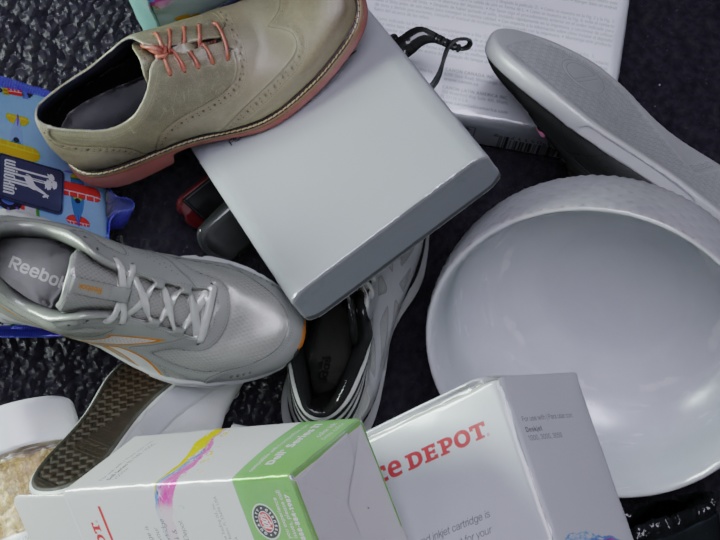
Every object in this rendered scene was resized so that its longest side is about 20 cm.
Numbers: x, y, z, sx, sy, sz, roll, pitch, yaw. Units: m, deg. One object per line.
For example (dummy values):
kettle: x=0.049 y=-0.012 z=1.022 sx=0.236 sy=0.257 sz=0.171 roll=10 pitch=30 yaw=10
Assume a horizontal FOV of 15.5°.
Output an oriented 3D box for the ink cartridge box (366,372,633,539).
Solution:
ink cartridge box: x=0.069 y=0.168 z=1.372 sx=0.145 sy=0.085 sz=0.200 roll=-27 pitch=76 yaw=35

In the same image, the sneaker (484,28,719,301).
sneaker: x=0.134 y=-0.051 z=1.538 sx=0.200 sy=0.099 sz=0.071 roll=38 pitch=33 yaw=-5

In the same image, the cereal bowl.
cereal bowl: x=0.140 y=0.028 z=1.500 sx=0.200 sy=0.200 sz=0.083 roll=17 pitch=35 yaw=2

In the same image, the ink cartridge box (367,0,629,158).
ink cartridge box: x=0.085 y=-0.176 z=1.609 sx=0.162 sy=0.057 sz=0.200 roll=10 pitch=70 yaw=0

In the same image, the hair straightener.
hair straightener: x=-0.013 y=-0.071 z=1.536 sx=0.200 sy=0.041 sz=0.077 roll=-35 pitch=43 yaw=4

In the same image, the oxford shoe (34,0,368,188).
oxford shoe: x=-0.090 y=-0.112 z=1.487 sx=0.200 sy=0.075 sz=0.070 roll=-30 pitch=64 yaw=9

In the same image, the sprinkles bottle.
sprinkles bottle: x=-0.171 y=0.174 z=1.490 sx=0.068 sy=0.068 sz=0.200 roll=-15 pitch=76 yaw=-6

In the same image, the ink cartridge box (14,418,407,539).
ink cartridge box: x=-0.074 y=0.145 z=1.366 sx=0.067 sy=0.200 sz=0.117 roll=-38 pitch=114 yaw=-47

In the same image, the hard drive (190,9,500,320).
hard drive: x=-0.019 y=-0.072 z=1.490 sx=0.132 sy=0.026 sz=0.200 roll=-37 pitch=42 yaw=2

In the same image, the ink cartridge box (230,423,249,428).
ink cartridge box: x=0.009 y=0.180 z=1.488 sx=0.200 sy=0.086 sz=0.148 roll=11 pitch=75 yaw=-1

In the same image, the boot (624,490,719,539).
boot: x=0.198 y=0.202 z=1.458 sx=0.198 sy=0.073 sz=0.163 roll=-17 pitch=93 yaw=-24

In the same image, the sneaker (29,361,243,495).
sneaker: x=-0.112 y=0.100 z=1.500 sx=0.200 sy=0.073 sz=0.085 roll=-47 pitch=122 yaw=-44

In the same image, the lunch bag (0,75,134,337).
lunch bag: x=-0.231 y=-0.036 z=1.527 sx=0.200 sy=0.094 sz=0.151 roll=5 pitch=54 yaw=-17

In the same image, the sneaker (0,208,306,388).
sneaker: x=-0.128 y=0.017 z=1.423 sx=0.200 sy=0.092 sz=0.076 roll=13 pitch=87 yaw=-2

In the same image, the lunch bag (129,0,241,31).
lunch bag: x=-0.071 y=-0.212 z=1.546 sx=0.122 sy=0.170 sz=0.200 roll=24 pitch=75 yaw=12

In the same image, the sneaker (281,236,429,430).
sneaker: x=0.000 y=0.000 z=1.520 sx=0.076 sy=0.115 sz=0.201 roll=10 pitch=74 yaw=0
